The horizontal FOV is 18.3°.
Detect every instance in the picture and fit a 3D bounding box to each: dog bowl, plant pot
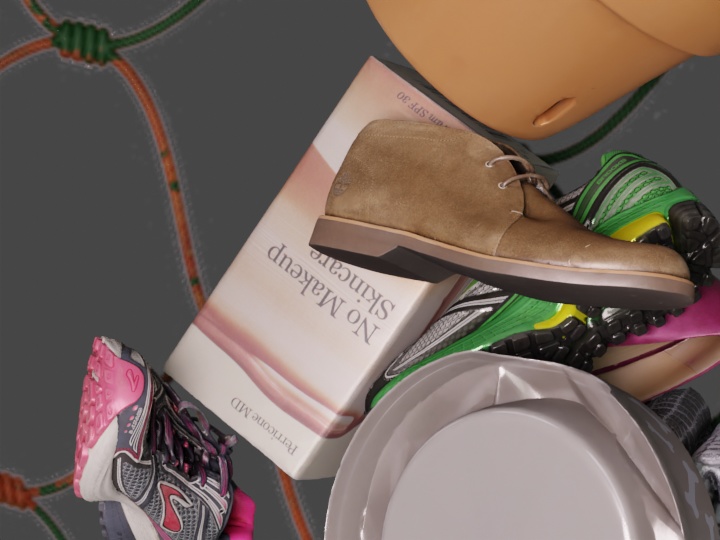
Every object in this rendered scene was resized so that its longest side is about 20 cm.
[{"bbox_3d":[0.078,0.135,1.036,0.200,0.059,0.200,-2,87,38],"label":"dog bowl"},{"bbox_3d":[0.094,-0.159,1.099,0.200,0.200,0.140,47,118,3],"label":"plant pot"}]

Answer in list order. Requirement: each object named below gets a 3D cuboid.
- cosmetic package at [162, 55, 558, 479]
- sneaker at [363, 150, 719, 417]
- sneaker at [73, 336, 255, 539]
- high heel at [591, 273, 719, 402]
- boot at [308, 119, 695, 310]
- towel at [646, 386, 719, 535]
[{"bbox_3d":[0.000,0.000,1.164,0.103,0.087,0.200,36,101,18],"label":"cosmetic package"},{"bbox_3d":[0.085,0.020,1.122,0.200,0.078,0.085,-36,44,4],"label":"sneaker"},{"bbox_3d":[-0.102,0.093,1.160,0.075,0.200,0.081,2,65,7],"label":"sneaker"},{"bbox_3d":[0.105,0.068,1.152,0.200,0.096,0.067,-47,122,10],"label":"high heel"},{"bbox_3d":[0.069,-0.027,1.049,0.200,0.074,0.076,13,81,32],"label":"boot"},{"bbox_3d":[0.140,0.165,1.127,0.085,0.166,0.200,18,98,11],"label":"towel"}]
